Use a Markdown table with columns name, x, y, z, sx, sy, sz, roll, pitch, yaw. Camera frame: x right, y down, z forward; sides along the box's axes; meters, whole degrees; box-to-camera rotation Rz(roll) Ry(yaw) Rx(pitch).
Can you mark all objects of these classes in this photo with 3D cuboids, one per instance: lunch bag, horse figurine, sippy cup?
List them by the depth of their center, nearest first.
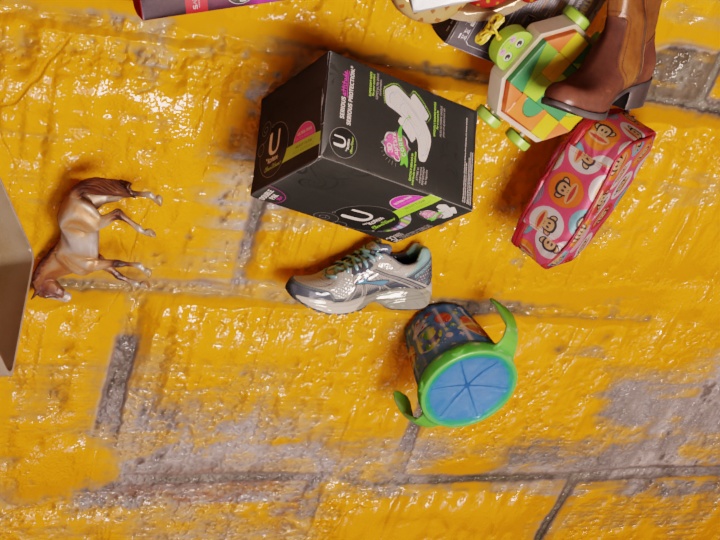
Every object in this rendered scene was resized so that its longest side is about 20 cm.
| name | x | y | z | sx | sy | sz | roll | pitch | yaw |
| --- | --- | --- | --- | --- | --- | --- | --- | --- | --- |
| horse figurine | -0.295 | -0.039 | 1.251 | 0.132 | 0.050 | 0.200 | 11 | 132 | -8 |
| lunch bag | 0.283 | -0.103 | 1.381 | 0.176 | 0.082 | 0.200 | -20 | 144 | -56 |
| sippy cup | 0.123 | 0.117 | 1.490 | 0.178 | 0.130 | 0.140 | -19 | 130 | -7 |

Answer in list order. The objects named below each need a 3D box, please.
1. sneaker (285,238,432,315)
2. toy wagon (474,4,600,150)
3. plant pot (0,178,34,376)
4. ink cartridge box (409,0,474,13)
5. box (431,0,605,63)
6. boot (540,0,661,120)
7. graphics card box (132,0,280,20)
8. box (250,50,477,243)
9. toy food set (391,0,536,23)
| name | x | y | z | sx | sy | sz | roll | pitch | yaw |
| --- | --- | --- | --- | --- | --- | --- | --- | --- | --- |
| sneaker | 0.000 | 0.000 | 1.400 | 0.200 | 0.078 | 0.086 | -4 | 116 | -27 |
| toy wagon | 0.196 | -0.217 | 1.233 | 0.155 | 0.040 | 0.200 | -48 | 142 | 14 |
| plant pot | -0.460 | -0.013 | 1.133 | 0.177 | 0.200 | 0.200 | -10 | 131 | 0 |
| ink cartridge box | 0.115 | -0.358 | 1.049 | 0.173 | 0.044 | 0.200 | -11 | 118 | 4 |
| box | 0.195 | -0.318 | 1.226 | 0.158 | 0.048 | 0.200 | 13 | 121 | -31 |
| boot | 0.267 | -0.264 | 1.170 | 0.188 | 0.068 | 0.200 | -13 | 121 | -39 |
| graphics card box | -0.129 | -0.323 | 1.096 | 0.200 | 0.051 | 0.126 | -11 | 129 | -14 |
| box | 0.004 | -0.127 | 1.217 | 0.200 | 0.124 | 0.148 | 17 | 157 | -31 |
| toy food set | 0.126 | -0.341 | 1.120 | 0.200 | 0.049 | 0.198 | 1 | 125 | -16 |
